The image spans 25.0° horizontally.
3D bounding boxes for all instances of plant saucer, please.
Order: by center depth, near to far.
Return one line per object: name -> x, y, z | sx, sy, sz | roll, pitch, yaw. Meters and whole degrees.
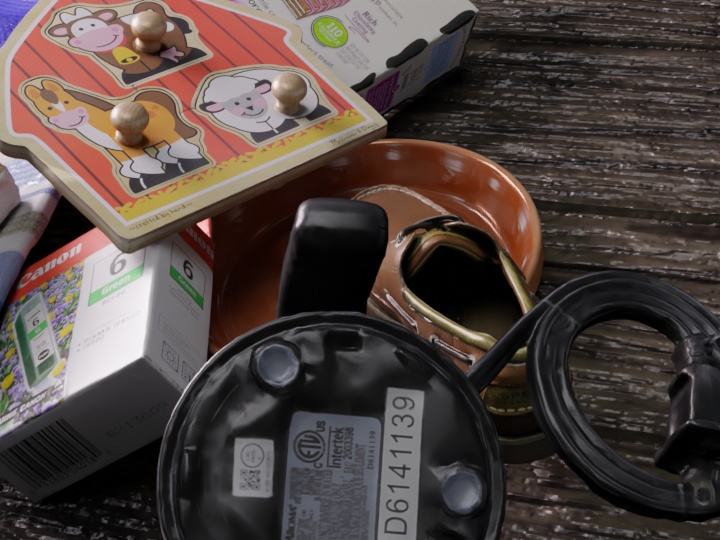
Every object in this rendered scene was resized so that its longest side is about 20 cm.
plant saucer -> 0.000, 0.000, 0.877 | 0.199, 0.032, 0.201 | -8, 39, 7

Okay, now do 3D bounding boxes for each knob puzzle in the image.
knob puzzle -> -0.111, -0.109, 0.886 | 0.219, 0.031, 0.220 | 5, 44, -5

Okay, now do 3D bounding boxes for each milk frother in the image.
milk frother -> 0.032, 0.083, 0.628 | 0.199, 0.188, 0.181 | 22, 74, 1

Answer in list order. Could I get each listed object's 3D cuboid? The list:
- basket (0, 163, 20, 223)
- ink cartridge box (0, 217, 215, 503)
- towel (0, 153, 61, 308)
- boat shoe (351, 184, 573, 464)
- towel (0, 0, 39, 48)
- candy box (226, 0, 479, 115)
basket -> -0.315, -0.042, 0.899 | 0.199, 0.124, 0.136 | -3, 40, 38
ink cartridge box -> -0.133, 0.016, 0.850 | 0.109, 0.050, 0.200 | -29, 35, 20
towel -> -0.230, -0.025, 0.945 | 0.146, 0.024, 0.200 | -15, 34, 25
boat shoe -> 0.045, 0.003, 0.782 | 0.072, 0.068, 0.200 | -26, 41, -13
towel -> -0.230, -0.158, 1.092 | 0.200, 0.050, 0.147 | -39, 29, -29
candy box -> -0.046, -0.141, 0.996 | 0.200, 0.061, 0.136 | -35, 72, -24
